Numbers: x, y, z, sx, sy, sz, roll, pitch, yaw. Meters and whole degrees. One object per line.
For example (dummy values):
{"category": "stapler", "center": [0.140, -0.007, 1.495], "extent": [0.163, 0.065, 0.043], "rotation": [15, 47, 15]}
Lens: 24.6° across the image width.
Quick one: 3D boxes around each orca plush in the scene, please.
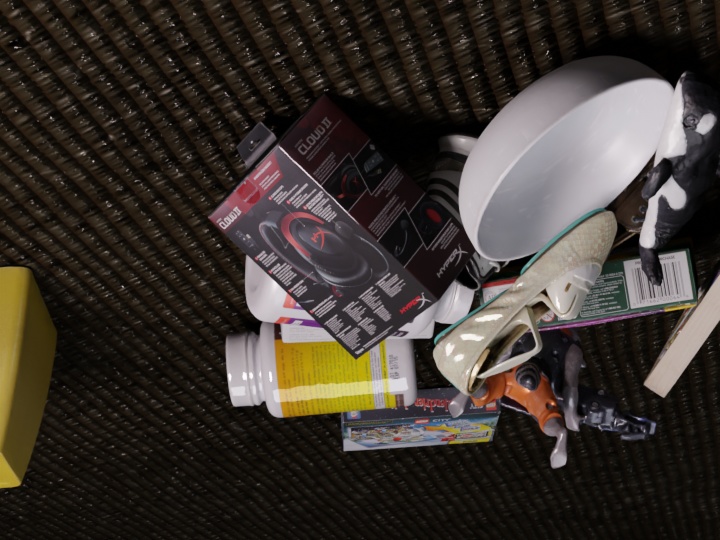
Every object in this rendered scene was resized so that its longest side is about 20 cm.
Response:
{"category": "orca plush", "center": [0.272, -0.069, 1.334], "extent": [0.071, 0.105, 0.201], "rotation": [22, 125, 16]}

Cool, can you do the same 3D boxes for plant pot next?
{"category": "plant pot", "center": [-0.415, 0.119, 1.654], "extent": [0.198, 0.178, 0.200], "rotation": [-3, 158, -3]}

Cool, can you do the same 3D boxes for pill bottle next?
{"category": "pill bottle", "center": [-0.041, 0.098, 1.765], "extent": [0.198, 0.110, 0.109], "rotation": [-5, 158, 1]}
{"category": "pill bottle", "center": [0.000, 0.000, 1.510], "extent": [0.198, 0.113, 0.112], "rotation": [7, 156, -18]}

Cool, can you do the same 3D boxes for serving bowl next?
{"category": "serving bowl", "center": [0.153, -0.099, 1.313], "extent": [0.199, 0.066, 0.201], "rotation": [-31, 155, -16]}

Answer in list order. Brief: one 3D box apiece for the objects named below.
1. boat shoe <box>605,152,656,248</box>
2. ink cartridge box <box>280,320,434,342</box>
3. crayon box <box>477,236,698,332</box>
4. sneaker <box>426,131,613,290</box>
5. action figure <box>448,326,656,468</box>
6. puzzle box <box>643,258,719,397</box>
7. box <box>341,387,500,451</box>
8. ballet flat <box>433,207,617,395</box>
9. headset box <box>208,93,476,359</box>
{"category": "boat shoe", "center": [0.255, -0.067, 1.461], "extent": [0.072, 0.073, 0.200], "rotation": [4, 157, -25]}
{"category": "ink cartridge box", "center": [-0.001, -0.004, 1.637], "extent": [0.161, 0.050, 0.201], "rotation": [-2, 140, -5]}
{"category": "crayon box", "center": [0.223, 0.014, 1.595], "extent": [0.198, 0.059, 0.172], "rotation": [-9, -176, 12]}
{"category": "sneaker", "center": [0.127, -0.024, 1.424], "extent": [0.200, 0.116, 0.075], "rotation": [30, 162, -28]}
{"category": "action figure", "center": [0.190, 0.108, 1.590], "extent": [0.198, 0.194, 0.105], "rotation": [14, 119, 12]}
{"category": "puzzle box", "center": [0.339, 0.019, 1.567], "extent": [0.025, 0.133, 0.201], "rotation": [31, 138, 7]}
{"category": "box", "center": [0.074, 0.189, 2.108], "extent": [0.198, 0.038, 0.137], "rotation": [-4, 158, -2]}
{"category": "ballet flat", "center": [0.149, 0.032, 1.387], "extent": [0.200, 0.063, 0.067], "rotation": [-41, 153, 17]}
{"category": "headset box", "center": [-0.024, -0.040, 1.365], "extent": [0.200, 0.075, 0.149], "rotation": [43, 145, -5]}
